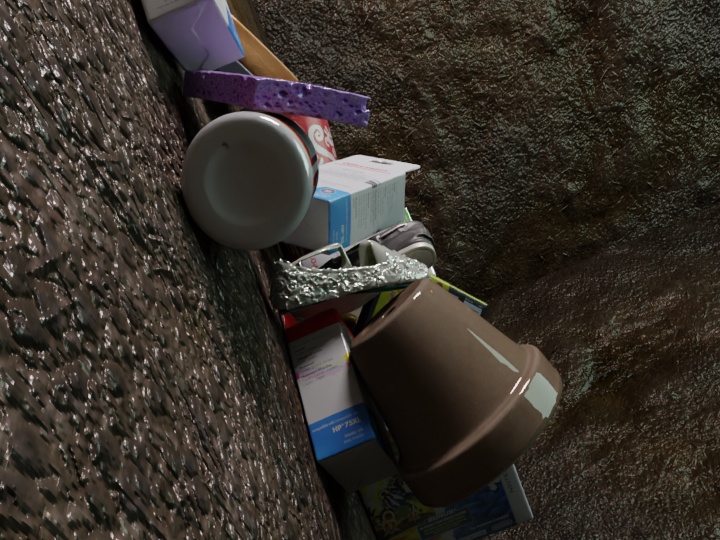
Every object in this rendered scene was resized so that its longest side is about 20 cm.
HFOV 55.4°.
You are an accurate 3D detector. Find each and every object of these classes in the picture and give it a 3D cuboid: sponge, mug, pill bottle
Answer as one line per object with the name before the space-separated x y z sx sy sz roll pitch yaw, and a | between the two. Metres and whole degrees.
sponge | -0.086 -0.166 0.649 0.199 0.109 0.031 30 -65 55
mug | -0.081 -0.125 1.030 0.178 0.131 0.204 -38 110 -86
pill bottle | -0.093 -0.091 0.637 0.200 0.107 0.112 -97 165 -78

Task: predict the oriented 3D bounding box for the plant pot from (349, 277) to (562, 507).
plant pot | 0.081 0.111 0.721 0.175 0.200 0.200 48 4 -3

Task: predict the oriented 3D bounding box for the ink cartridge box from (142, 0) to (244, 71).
ink cartridge box | -0.192 -0.319 0.699 0.116 0.066 0.204 60 9 -77

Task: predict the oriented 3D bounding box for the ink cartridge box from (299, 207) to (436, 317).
ink cartridge box | 0.012 0.011 1.104 0.088 0.196 0.147 70 -1 -56

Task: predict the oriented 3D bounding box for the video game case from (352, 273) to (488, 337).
video game case | 0.069 0.105 0.908 0.178 0.204 0.025 26 -10 -28

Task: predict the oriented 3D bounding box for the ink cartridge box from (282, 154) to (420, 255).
ink cartridge box | -0.020 -0.089 0.864 0.199 0.114 0.068 -26 124 -48

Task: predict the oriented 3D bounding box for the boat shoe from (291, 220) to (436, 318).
boat shoe | 0.000 0.000 0.851 0.058 0.196 0.067 -104 167 -45

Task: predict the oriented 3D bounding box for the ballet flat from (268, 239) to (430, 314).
ballet flat | -0.008 0.000 0.759 0.071 0.196 0.074 -9 -90 66

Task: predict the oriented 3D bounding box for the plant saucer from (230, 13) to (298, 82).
plant saucer | -0.168 -0.311 0.925 0.199 0.038 0.200 42 7 -6

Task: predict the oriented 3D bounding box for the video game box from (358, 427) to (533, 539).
video game box | 0.097 0.259 0.865 0.047 0.196 0.186 -87 155 -81

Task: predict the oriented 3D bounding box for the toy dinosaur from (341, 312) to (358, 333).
toy dinosaur | -0.029 0.074 0.955 0.106 0.196 0.062 -34 137 -59

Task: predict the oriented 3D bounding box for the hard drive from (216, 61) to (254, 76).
hard drive | -0.163 -0.260 0.896 0.131 0.026 0.200 42 7 -8

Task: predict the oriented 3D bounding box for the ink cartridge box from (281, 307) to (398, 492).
ink cartridge box | -0.026 0.128 0.771 0.117 0.066 0.203 63 7 -54

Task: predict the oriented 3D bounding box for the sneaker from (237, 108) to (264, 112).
sneaker | -0.114 -0.103 0.886 0.202 0.074 0.093 59 14 -29
